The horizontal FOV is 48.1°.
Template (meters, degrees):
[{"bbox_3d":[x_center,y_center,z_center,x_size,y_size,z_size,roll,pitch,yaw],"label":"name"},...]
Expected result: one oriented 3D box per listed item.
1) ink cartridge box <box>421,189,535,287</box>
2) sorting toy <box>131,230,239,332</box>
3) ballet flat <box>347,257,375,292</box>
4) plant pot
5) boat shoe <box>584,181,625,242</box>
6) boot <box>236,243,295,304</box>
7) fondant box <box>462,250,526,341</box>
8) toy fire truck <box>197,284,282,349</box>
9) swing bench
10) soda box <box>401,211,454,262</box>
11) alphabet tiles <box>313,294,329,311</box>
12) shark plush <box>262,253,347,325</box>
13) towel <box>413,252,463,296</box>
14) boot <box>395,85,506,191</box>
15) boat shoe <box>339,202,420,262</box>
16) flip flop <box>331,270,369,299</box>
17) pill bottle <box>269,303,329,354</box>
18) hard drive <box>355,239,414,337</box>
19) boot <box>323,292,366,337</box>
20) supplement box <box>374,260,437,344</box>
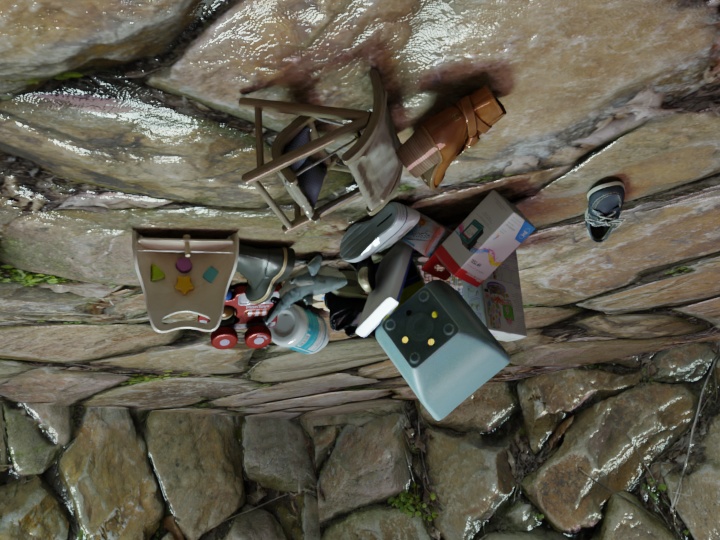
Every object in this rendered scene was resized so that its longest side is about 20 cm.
[{"bbox_3d":[0.218,-0.042,1.501,0.200,0.067,0.116,-48,148,15],"label":"ink cartridge box"},{"bbox_3d":[-0.332,0.027,1.526,0.196,0.183,0.107,1,162,-17],"label":"sorting toy"},{"bbox_3d":[0.000,0.000,1.605,0.056,0.068,0.200,-7,-164,-2],"label":"ballet flat"},{"bbox_3d":[0.141,0.137,1.546,0.196,0.197,0.200,-40,152,4],"label":"plant pot"},{"bbox_3d":[0.459,-0.108,1.526,0.073,0.063,0.200,-4,162,3],"label":"boat shoe"},{"bbox_3d":[-0.236,-0.001,1.671,0.136,0.079,0.200,9,145,-28],"label":"boot"},{"bbox_3d":[0.281,0.041,1.714,0.143,0.204,0.058,13,156,-43],"label":"fondant box"},{"bbox_3d":[-0.286,0.093,1.915,0.196,0.113,0.169,-1,138,-15],"label":"toy fire truck"},{"bbox_3d":[-0.043,-0.156,1.114,0.196,0.132,0.199,-8,162,9],"label":"swing bench"},{"bbox_3d":[0.163,-0.051,1.572,0.068,0.064,0.199,37,-171,34],"label":"soda box"},{"bbox_3d":[-0.023,0.070,2.035,0.198,0.015,0.194,-17,156,33],"label":"alphabet tiles"},{"bbox_3d":[-0.120,0.045,1.696,0.199,0.084,0.091,-36,175,-36],"label":"shark plush"},{"bbox_3d":[0.148,0.023,1.784,0.196,0.022,0.149,-5,123,-8],"label":"towel"},{"bbox_3d":[0.135,-0.194,1.151,0.154,0.077,0.200,-37,167,12],"label":"boot"},{"bbox_3d":[0.037,-0.063,1.526,0.066,0.075,0.199,10,157,-33],"label":"boat shoe"},{"bbox_3d":[0.025,0.021,1.814,0.196,0.082,0.058,3,148,-6],"label":"flip flop"},{"bbox_3d":[-0.154,0.157,2.111,0.109,0.113,0.200,-12,161,21],"label":"pill bottle"},{"bbox_3d":[0.055,0.021,1.572,0.025,0.202,0.132,31,135,-11],"label":"hard drive"},{"bbox_3d":[0.016,0.091,1.866,0.196,0.078,0.168,-2,-160,-10],"label":"boot"},{"bbox_3d":[0.100,0.077,1.730,0.108,0.109,0.202,-24,124,4],"label":"supplement box"}]
